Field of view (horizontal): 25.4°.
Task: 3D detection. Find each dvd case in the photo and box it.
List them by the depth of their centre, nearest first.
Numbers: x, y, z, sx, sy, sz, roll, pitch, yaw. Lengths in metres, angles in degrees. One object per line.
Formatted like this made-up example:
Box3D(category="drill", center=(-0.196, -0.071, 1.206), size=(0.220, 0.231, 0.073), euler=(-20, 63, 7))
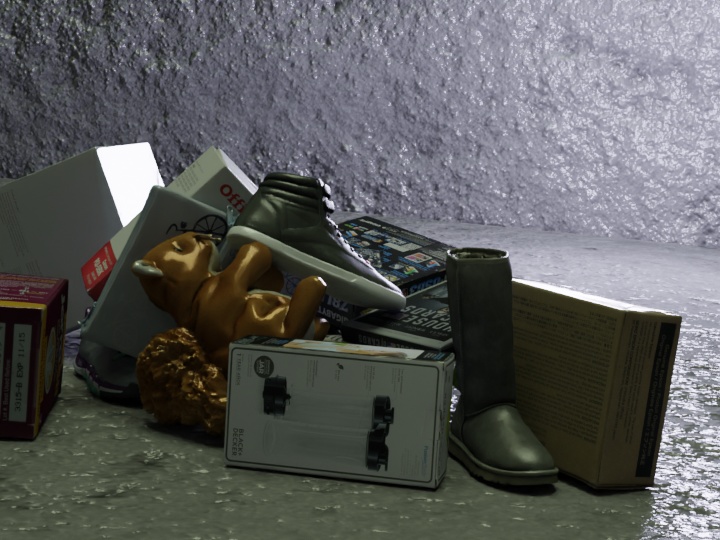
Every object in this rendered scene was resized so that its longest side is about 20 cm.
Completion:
Box3D(category="dvd case", center=(0.101, 0.046, 1.655), size=(0.200, 0.025, 0.150), euler=(-21, 21, -38))

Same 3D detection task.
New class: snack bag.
Box3D(category="snack bag", center=(-0.166, 0.023, 1.653), size=(0.200, 0.189, 0.021), euler=(25, 10, -21))

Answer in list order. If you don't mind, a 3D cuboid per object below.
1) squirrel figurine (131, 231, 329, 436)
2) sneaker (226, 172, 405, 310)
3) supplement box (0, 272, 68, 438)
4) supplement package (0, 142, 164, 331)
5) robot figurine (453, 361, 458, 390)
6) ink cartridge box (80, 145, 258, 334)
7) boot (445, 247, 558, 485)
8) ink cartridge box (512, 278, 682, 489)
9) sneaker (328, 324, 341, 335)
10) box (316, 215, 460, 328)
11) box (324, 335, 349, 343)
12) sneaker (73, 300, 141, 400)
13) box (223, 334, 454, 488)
Box3D(category="squirrel figurine", center=(-0.151, 0.059, 1.563), size=(0.186, 0.200, 0.142), euler=(30, -10, 10))
Box3D(category="sneaker", center=(-0.030, -0.034, 1.629), size=(0.200, 0.099, 0.071), euler=(26, -21, -14))
Box3D(category="supplement box", center=(-0.353, 0.080, 1.576), size=(0.103, 0.131, 0.200), euler=(4, 8, -5))
Box3D(category="supplement package", center=(-0.338, -0.032, 1.935), size=(0.200, 0.192, 0.147), euler=(-19, 1, 20))
Box3D(category="robot figurine", center=(0.198, 0.099, 1.714), size=(0.200, 0.116, 0.175), euler=(-2, 25, -30))
Box3D(category="ink cartridge box", center=(-0.175, -0.009, 1.698), size=(0.147, 0.200, 0.083), euler=(46, 2, -22))
Box3D(category="boot", center=(0.129, 0.085, 1.475), size=(0.072, 0.201, 0.182), euler=(1, 10, -28))
Box3D(category="ink cartridge box", center=(0.203, 0.103, 1.514), size=(0.075, 0.165, 0.200), euler=(5, 6, -31))
Box3D(category="sneaker", center=(-0.075, 0.086, 1.785), size=(0.200, 0.091, 0.066), euler=(-3, 9, -39))
Box3D(category="box", center=(0.000, 0.000, 1.800), size=(0.198, 0.050, 0.200), euler=(-19, 28, -40))
Box3D(category="box", center=(0.001, 0.121, 1.612), size=(0.068, 0.082, 0.200), euler=(0, 10, -34))
Box3D(category="sneaker", center=(-0.266, 0.084, 1.729), size=(0.074, 0.088, 0.200), euler=(-1, 9, -29))
Box3D(category="box", center=(-0.019, 0.126, 1.446), size=(0.199, 0.117, 0.060), euler=(4, 6, 12))
